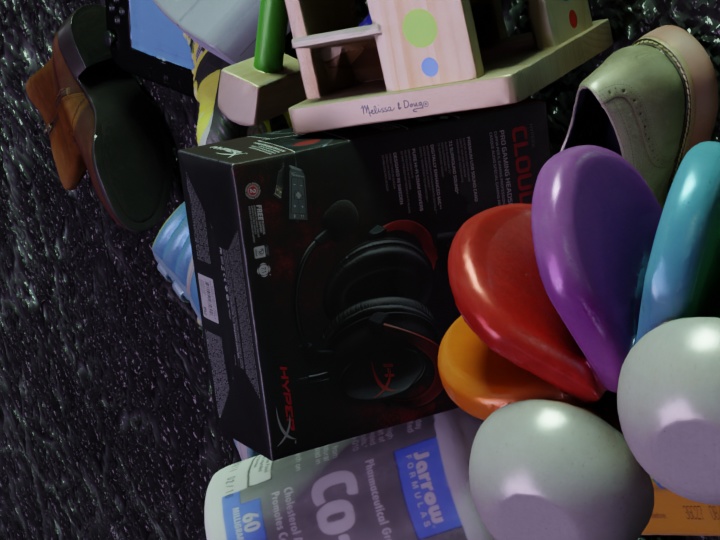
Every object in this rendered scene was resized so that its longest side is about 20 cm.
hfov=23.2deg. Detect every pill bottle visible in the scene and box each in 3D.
[{"bbox_3d":[0.025,0.134,0.965,0.114,0.198,0.115,-20,-90,-79],"label":"pill bottle"}]

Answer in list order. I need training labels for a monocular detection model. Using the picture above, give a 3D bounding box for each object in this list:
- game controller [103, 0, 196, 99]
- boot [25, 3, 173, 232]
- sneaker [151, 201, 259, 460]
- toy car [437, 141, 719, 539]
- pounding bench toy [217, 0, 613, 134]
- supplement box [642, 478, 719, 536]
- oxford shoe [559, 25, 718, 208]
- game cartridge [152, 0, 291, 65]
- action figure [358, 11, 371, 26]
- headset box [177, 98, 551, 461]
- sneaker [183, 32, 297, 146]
[{"bbox_3d":[-0.134,-0.183,1.258,0.199,0.042,0.105,25,130,52],"label":"game controller"},{"bbox_3d":[-0.228,-0.101,1.453,0.190,0.068,0.200,66,153,5],"label":"boot"},{"bbox_3d":[-0.081,0.034,1.161,0.130,0.079,0.202,35,135,39],"label":"sneaker"},{"bbox_3d":[0.115,0.017,0.760,0.150,0.175,0.199,49,132,-11],"label":"toy car"},{"bbox_3d":[-0.001,-0.161,0.868,0.198,0.124,0.157,-6,105,32],"label":"pounding bench toy"},{"bbox_3d":[0.185,0.089,0.856,0.200,0.068,0.067,-15,95,60],"label":"supplement box"},{"bbox_3d":[0.121,-0.026,0.878,0.071,0.073,0.201,40,141,41],"label":"oxford shoe"},{"bbox_3d":[-0.076,-0.209,1.027,0.133,0.041,0.201,-47,45,16],"label":"game cartridge"},{"bbox_3d":[0.028,-0.154,0.983,0.066,0.051,0.201,53,149,19],"label":"action figure"},{"bbox_3d":[0.019,-0.005,0.896,0.075,0.198,0.150,18,117,61],"label":"headset box"},{"bbox_3d":[-0.072,-0.135,1.059,0.076,0.075,0.202,-11,57,33],"label":"sneaker"}]
